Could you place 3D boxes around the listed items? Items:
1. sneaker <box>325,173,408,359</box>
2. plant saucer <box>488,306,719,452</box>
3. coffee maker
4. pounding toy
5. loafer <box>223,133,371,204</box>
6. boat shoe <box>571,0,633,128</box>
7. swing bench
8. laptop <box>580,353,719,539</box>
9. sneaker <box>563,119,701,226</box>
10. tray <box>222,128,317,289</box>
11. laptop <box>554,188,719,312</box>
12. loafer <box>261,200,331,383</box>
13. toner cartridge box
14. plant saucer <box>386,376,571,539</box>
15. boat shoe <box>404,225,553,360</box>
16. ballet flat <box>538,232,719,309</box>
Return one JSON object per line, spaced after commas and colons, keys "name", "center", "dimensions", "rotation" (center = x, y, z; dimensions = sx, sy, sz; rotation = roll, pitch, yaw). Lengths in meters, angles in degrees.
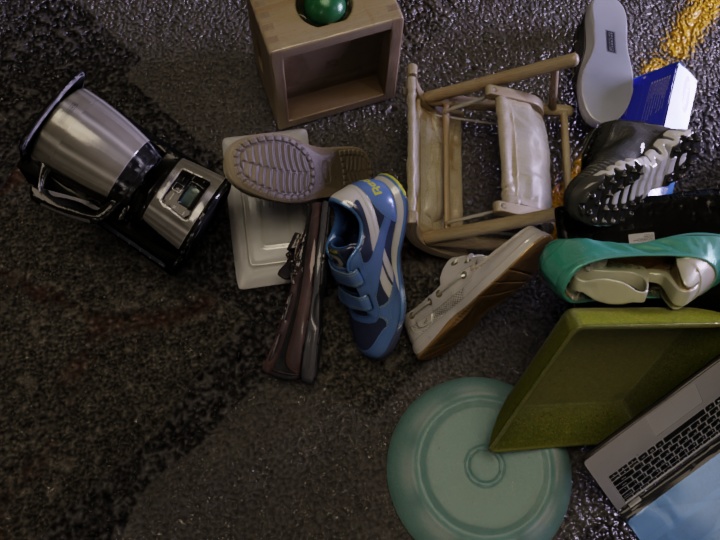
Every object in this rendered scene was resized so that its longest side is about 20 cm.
{"name": "sneaker", "center": [0.000, 0.000, 0.821], "dimensions": [0.082, 0.074, 0.202], "rotation": [-13, 107, -38]}
{"name": "plant saucer", "center": [0.238, 0.099, 0.755], "dimensions": [0.199, 0.200, 0.048], "rotation": [1, 46, -21]}
{"name": "coffee maker", "center": [-0.252, -0.101, 0.856], "dimensions": [0.199, 0.192, 0.135], "rotation": [35, 92, -11]}
{"name": "pounding toy", "center": [-0.036, -0.299, 0.906], "dimensions": [0.183, 0.200, 0.143], "rotation": [-18, 70, -8]}
{"name": "loafer", "center": [-0.075, -0.107, 0.865], "dimensions": [0.199, 0.068, 0.076], "rotation": [0, 86, -44]}
{"name": "boat shoe", "center": [0.293, -0.252, 0.971], "dimensions": [0.069, 0.066, 0.201], "rotation": [11, 64, -10]}
{"name": "swing bench", "center": [0.150, -0.124, 0.884], "dimensions": [0.198, 0.130, 0.200], "rotation": [-2, 69, 12]}
{"name": "laptop", "center": [0.348, 0.209, 0.750], "dimensions": [0.187, 0.200, 0.116], "rotation": [-38, 41, 3]}
{"name": "sneaker", "center": [0.245, -0.102, 0.757], "dimensions": [0.199, 0.067, 0.090], "rotation": [-28, 44, -35]}
{"name": "tray", "center": [-0.104, -0.080, 0.917], "dimensions": [0.107, 0.022, 0.201], "rotation": [-7, 70, -6]}
{"name": "laptop", "center": [0.286, 0.028, 0.814], "dimensions": [0.176, 0.103, 0.202], "rotation": [-7, 88, -5]}
{"name": "loafer", "center": [-0.069, 0.020, 0.843], "dimensions": [0.062, 0.072, 0.202], "rotation": [4, 82, 2]}
{"name": "toner cartridge box", "center": [0.328, -0.142, 0.912], "dimensions": [0.043, 0.095, 0.201], "rotation": [31, 68, -27]}
{"name": "plant saucer", "center": [0.127, 0.207, 0.809], "dimensions": [0.198, 0.036, 0.201], "rotation": [0, 69, -1]}
{"name": "boat shoe", "center": [0.113, 0.013, 0.817], "dimensions": [0.200, 0.071, 0.070], "rotation": [-45, 61, 27]}
{"name": "ballet flat", "center": [0.269, 0.007, 0.724], "dimensions": [0.198, 0.068, 0.071], "rotation": [-1, 42, -2]}
